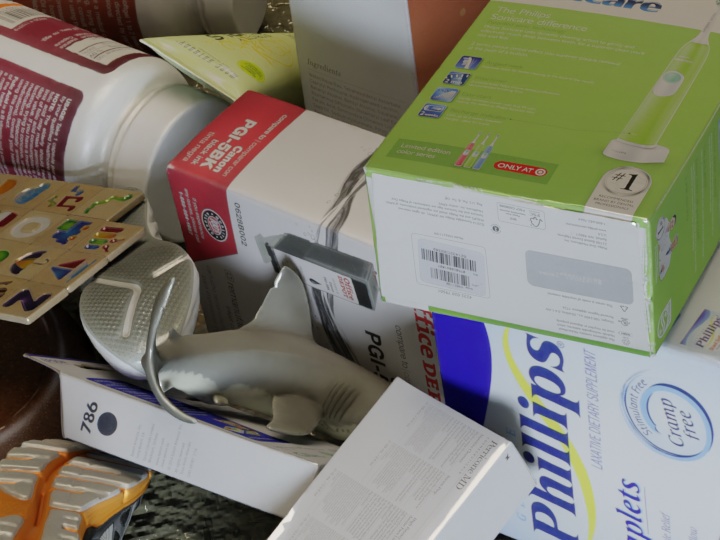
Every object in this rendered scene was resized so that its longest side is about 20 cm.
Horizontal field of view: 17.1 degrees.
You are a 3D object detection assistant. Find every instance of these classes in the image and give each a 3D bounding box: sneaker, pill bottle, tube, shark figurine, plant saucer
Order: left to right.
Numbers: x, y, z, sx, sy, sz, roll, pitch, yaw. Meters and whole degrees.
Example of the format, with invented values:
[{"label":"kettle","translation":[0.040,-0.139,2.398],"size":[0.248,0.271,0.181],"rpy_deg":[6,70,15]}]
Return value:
[{"label":"plant saucer","translation":[-0.254,0.061,1.408],"size":[0.200,0.035,0.200],"rpy_deg":[0,45,0]},{"label":"sneaker","translation":[-0.165,0.151,1.277],"size":[0.078,0.077,0.200],"rpy_deg":[8,23,12]},{"label":"pill bottle","translation":[-0.178,-0.095,1.545],"size":[0.200,0.114,0.114],"rpy_deg":[24,48,33]},{"label":"pill bottle","translation":[-0.170,-0.210,1.689],"size":[0.200,0.112,0.112],"rpy_deg":[6,41,16]},{"label":"sneaker","translation":[-0.126,0.020,1.396],"size":[0.070,0.080,0.200],"rpy_deg":[-20,26,-4]},{"label":"shark figurine","translation":[-0.059,0.039,1.301],"size":[0.214,0.090,0.128],"rpy_deg":[17,0,-43]},{"label":"tube","translation":[-0.065,-0.128,1.538],"size":[0.058,0.052,0.200],"rpy_deg":[-10,1,23]}]

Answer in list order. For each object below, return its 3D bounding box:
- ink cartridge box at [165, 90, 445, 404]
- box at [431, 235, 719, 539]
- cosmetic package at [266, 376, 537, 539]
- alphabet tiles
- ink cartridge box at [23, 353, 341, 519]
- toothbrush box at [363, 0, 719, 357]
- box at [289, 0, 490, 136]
[{"label":"ink cartridge box","translation":[0.000,0.000,1.371],"size":[0.200,0.147,0.083],"rpy_deg":[21,50,32]},{"label":"box","translation":[0.150,0.067,1.236],"size":[0.200,0.184,0.105],"rpy_deg":[18,46,29]},{"label":"cosmetic package","translation":[-0.005,0.157,1.206],"size":[0.083,0.051,0.200],"rpy_deg":[28,72,38]},{"label":"alphabet tiles","translation":[-0.228,-0.009,1.419],"size":[0.200,0.006,0.166],"rpy_deg":[9,38,40]},{"label":"ink cartridge box","translation":[-0.086,0.093,1.317],"size":[0.200,0.039,0.099],"rpy_deg":[19,4,29]},{"label":"toothbrush box","translation":[0.110,-0.061,1.185],"size":[0.146,0.086,0.200],"rpy_deg":[11,42,23]},{"label":"box","translation":[0.047,-0.157,1.504],"size":[0.106,0.200,0.152],"rpy_deg":[23,45,39]}]
